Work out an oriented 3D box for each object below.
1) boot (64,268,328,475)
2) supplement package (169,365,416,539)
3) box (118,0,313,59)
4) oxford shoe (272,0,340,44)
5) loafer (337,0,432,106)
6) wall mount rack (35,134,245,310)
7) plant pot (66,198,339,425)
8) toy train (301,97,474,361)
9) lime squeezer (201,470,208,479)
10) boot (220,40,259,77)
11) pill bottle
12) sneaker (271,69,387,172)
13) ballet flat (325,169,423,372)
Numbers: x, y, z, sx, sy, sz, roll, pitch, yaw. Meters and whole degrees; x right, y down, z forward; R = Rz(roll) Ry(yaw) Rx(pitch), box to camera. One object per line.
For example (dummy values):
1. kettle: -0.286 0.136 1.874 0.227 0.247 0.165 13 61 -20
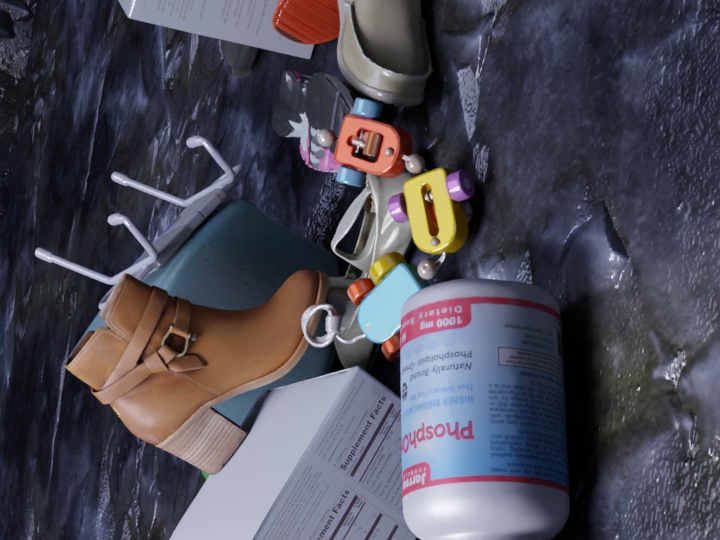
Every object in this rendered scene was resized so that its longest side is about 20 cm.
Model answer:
1. boot: -0.131 0.047 1.196 0.200 0.155 0.077 -54 13 -8
2. supplement package: -0.039 0.176 1.136 0.156 0.111 0.200 -58 14 -21
3. box: -0.137 -0.309 1.505 0.098 0.199 0.125 -125 49 -59
4. oxford shoe: -0.021 -0.287 1.417 0.200 0.071 0.073 -35 33 52
5. loafer: 0.019 -0.219 1.266 0.200 0.075 0.068 -104 26 -44
6. wall mount rack: -0.202 -0.048 1.335 0.174 0.075 0.200 -21 24 53
7. plant pot: -0.128 0.046 1.375 0.201 0.196 0.196 -63 20 -12
8. toy train: 0.025 -0.030 1.159 0.150 0.056 0.201 13 93 36
9. lime squeezer: -0.137 0.184 1.550 0.200 0.038 0.071 -58 1 44
10. boot: -0.139 -0.339 1.695 0.138 0.077 0.201 120 151 -49
11. pill bottle: 0.080 0.114 0.952 0.109 0.108 0.201 142 133 -58
12. sneaker: -0.011 -0.136 1.288 0.200 0.086 0.081 -129 47 -63
13. ballet flat: 0.000 0.000 1.241 0.070 0.069 0.201 -121 45 -57
